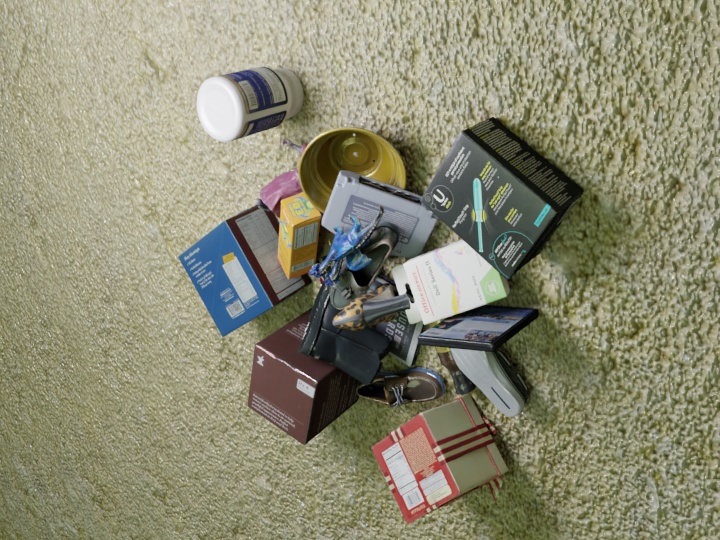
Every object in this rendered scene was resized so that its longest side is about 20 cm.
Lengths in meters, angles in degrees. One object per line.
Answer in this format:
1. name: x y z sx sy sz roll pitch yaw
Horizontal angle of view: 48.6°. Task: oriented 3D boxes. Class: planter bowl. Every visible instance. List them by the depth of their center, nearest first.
1. planter bowl: -0.011 -0.194 1.459 0.195 0.084 0.203 4 131 4

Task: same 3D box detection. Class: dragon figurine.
1. dragon figurine: -0.014 -0.038 1.406 0.058 0.101 0.198 27 147 -32

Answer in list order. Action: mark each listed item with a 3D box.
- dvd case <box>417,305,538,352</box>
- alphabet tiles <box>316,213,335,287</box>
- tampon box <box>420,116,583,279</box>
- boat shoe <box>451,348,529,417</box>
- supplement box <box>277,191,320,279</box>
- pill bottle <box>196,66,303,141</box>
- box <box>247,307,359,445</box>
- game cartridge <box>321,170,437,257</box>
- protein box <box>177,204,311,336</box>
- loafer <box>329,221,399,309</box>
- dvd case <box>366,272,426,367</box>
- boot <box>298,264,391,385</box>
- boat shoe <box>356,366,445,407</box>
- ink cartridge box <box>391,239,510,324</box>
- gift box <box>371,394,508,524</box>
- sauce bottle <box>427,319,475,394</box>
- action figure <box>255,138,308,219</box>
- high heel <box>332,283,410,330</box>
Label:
1. dvd case: 0.205 0.096 1.366 0.140 0.199 0.018 3 105 34
2. alphabet tiles: -0.042 -0.057 1.591 0.198 0.007 0.171 -16 93 46
3. tampon box: 0.229 -0.121 1.302 0.200 0.126 0.151 43 128 15
4. boat shoe: 0.235 0.173 1.462 0.072 0.071 0.202 -32 95 41
5. supplement box: -0.122 -0.067 1.569 0.067 0.068 0.201 61 158 26
6. pill bottle: -0.201 -0.317 1.495 0.114 0.199 0.118 14 117 31
7. box: -0.106 0.213 1.654 0.164 0.199 0.167 28 125 24
8. game cartridge: 0.034 -0.096 1.458 0.196 0.041 0.135 18 126 -8
9. protein box: -0.250 -0.002 1.711 0.197 0.134 0.203 -29 91 41
10. loafer: 0.000 0.000 1.462 0.071 0.063 0.201 30 118 -11
11. dvd case: 0.043 0.082 1.600 0.198 0.025 0.153 30 125 25
12. boot: -0.017 0.107 1.569 0.165 0.204 0.076 24 156 -12
13. boat shoe: 0.078 0.244 1.611 0.197 0.072 0.074 -8 105 39
14. ink cartridge box: 0.152 0.020 1.410 0.197 0.067 0.119 -21 91 18
15. gift box: 0.159 0.373 1.529 0.184 0.185 0.203 -36 71 39
16. sauce bottle: 0.169 0.133 1.502 0.064 0.064 0.204 -10 105 39
17. action figure: -0.105 -0.175 1.549 0.198 0.135 0.149 -35 125 16
18. high heel: 0.002 0.074 1.475 0.200 0.140 0.073 163 92 -78
